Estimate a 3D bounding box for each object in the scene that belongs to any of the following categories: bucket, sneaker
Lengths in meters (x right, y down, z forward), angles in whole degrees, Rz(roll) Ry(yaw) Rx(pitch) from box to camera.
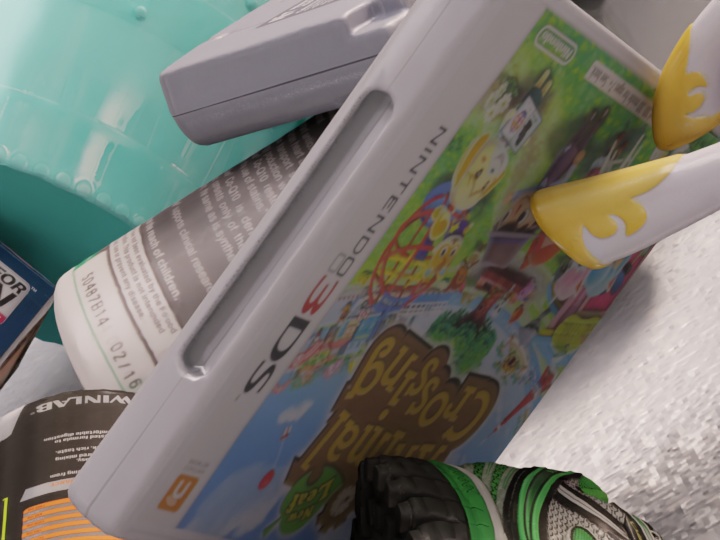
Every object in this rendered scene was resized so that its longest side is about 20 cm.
[{"bbox_3d":[-0.125,-0.063,1.265,0.207,0.207,0.135,-10,53,49],"label":"bucket"},{"bbox_3d":[0.063,0.100,0.785,0.085,0.078,0.200,-6,27,-17],"label":"sneaker"}]

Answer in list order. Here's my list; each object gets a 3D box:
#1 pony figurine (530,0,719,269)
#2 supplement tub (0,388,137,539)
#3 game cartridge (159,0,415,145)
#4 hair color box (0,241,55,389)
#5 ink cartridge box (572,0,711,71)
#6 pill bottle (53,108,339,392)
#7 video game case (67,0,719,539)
[{"bbox_3d":[0.176,-0.033,0.805,0.200,0.193,0.167,-44,9,29],"label":"pony figurine"},{"bbox_3d":[-0.076,0.125,0.874,0.122,0.123,0.200,-30,19,7],"label":"supplement tub"},{"bbox_3d":[0.024,-0.103,1.084,0.133,0.041,0.200,-8,19,43],"label":"game cartridge"},{"bbox_3d":[-0.210,0.077,1.202,0.200,0.060,0.100,-53,1,-26],"label":"hair color box"},{"bbox_3d":[0.094,-0.103,1.205,0.144,0.085,0.200,-44,23,-28],"label":"ink cartridge box"},{"bbox_3d":[0.000,0.000,1.065,0.199,0.113,0.113,-32,19,5],"label":"pill bottle"},{"bbox_3d":[0.020,0.008,0.848,0.182,0.022,0.200,-54,-24,6],"label":"video game case"}]
